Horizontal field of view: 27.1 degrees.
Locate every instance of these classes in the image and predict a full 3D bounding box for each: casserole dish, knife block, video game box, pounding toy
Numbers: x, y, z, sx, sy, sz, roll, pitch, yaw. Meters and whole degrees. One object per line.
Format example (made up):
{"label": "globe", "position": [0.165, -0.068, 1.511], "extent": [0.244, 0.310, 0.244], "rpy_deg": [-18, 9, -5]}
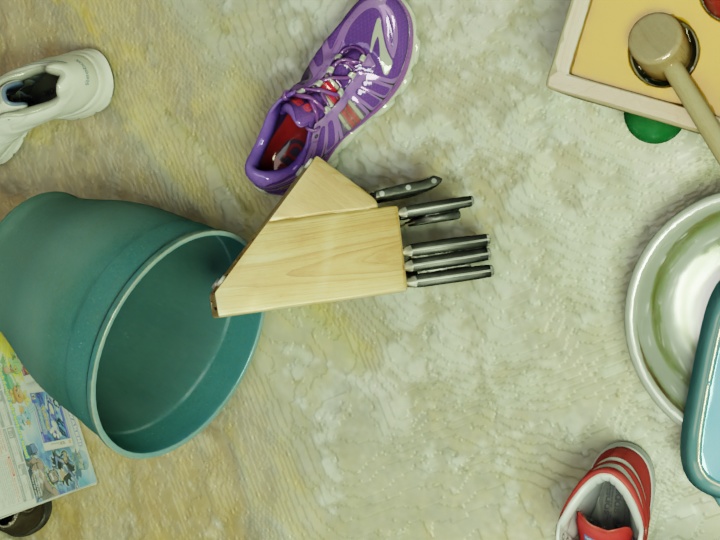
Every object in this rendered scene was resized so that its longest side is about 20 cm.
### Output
{"label": "casserole dish", "position": [0.302, 0.091, 1.101], "extent": [0.120, 0.039, 0.201], "rpy_deg": [11, 97, 19]}
{"label": "knife block", "position": [0.000, 0.000, 1.199], "extent": [0.175, 0.064, 0.200], "rpy_deg": [38, 82, -6]}
{"label": "video game box", "position": [-0.318, 0.111, 1.292], "extent": [0.047, 0.182, 0.201], "rpy_deg": [-20, 85, 22]}
{"label": "pounding toy", "position": [0.244, -0.164, 1.107], "extent": [0.183, 0.142, 0.201], "rpy_deg": [19, 98, 18]}

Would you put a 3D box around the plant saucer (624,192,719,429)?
{"label": "plant saucer", "position": [0.304, 0.037, 1.144], "extent": [0.199, 0.050, 0.202], "rpy_deg": [1, 93, 18]}

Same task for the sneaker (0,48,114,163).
{"label": "sneaker", "position": [-0.319, -0.146, 1.331], "extent": [0.199, 0.087, 0.075], "rpy_deg": [-26, 86, 19]}

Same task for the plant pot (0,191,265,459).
{"label": "plant pot", "position": [-0.215, 0.028, 1.256], "extent": [0.187, 0.200, 0.201], "rpy_deg": [25, 100, 31]}

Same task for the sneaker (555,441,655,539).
{"label": "sneaker", "position": [0.193, 0.240, 1.157], "extent": [0.071, 0.112, 0.201], "rpy_deg": [0, 92, 19]}

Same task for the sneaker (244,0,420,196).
{"label": "sneaker", "position": [-0.024, -0.142, 1.232], "extent": [0.080, 0.083, 0.201], "rpy_deg": [37, 102, 14]}

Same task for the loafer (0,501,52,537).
{"label": "loafer", "position": [-0.338, 0.147, 1.351], "extent": [0.073, 0.071, 0.201], "rpy_deg": [-28, 87, -1]}
